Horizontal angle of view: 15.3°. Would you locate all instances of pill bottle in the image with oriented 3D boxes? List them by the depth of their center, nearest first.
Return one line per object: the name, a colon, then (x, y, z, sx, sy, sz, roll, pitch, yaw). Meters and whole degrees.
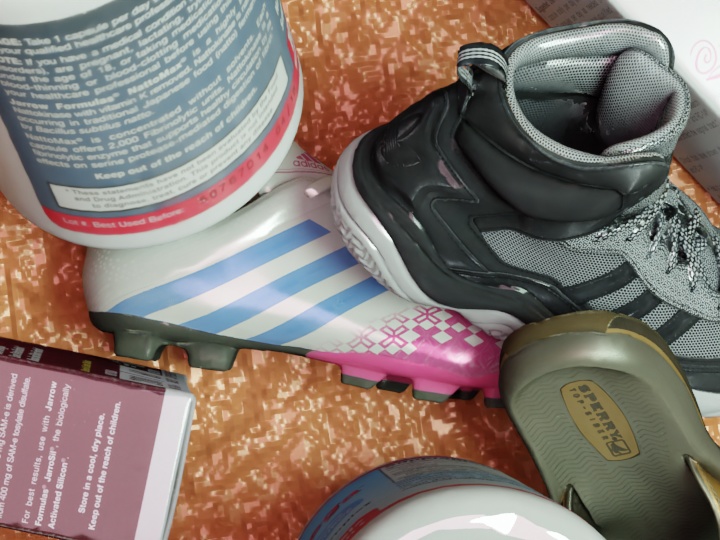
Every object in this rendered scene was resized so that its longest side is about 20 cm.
pill bottle: (-0.094, -0.109, 0.885, 0.119, 0.200, 0.120, -6, 56, 8)
pill bottle: (0.028, 0.119, 0.910, 0.108, 0.200, 0.109, 0, 90, -5)

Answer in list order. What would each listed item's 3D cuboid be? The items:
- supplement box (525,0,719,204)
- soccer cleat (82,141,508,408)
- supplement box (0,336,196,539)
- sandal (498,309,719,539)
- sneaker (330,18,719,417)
supplement box: (0.163, -0.073, 0.973, 0.101, 0.103, 0.200, -45, 92, -5)
soccer cleat: (0.000, 0.000, 0.973, 0.199, 0.070, 0.087, 8, 90, -5)
supplement box: (-0.161, 0.048, 0.940, 0.199, 0.109, 0.061, 11, 90, -6)
sandal: (0.112, 0.091, 0.951, 0.081, 0.055, 0.200, -19, 132, 20)
sneaker: (0.098, -0.018, 0.923, 0.199, 0.114, 0.076, 20, 52, -19)
